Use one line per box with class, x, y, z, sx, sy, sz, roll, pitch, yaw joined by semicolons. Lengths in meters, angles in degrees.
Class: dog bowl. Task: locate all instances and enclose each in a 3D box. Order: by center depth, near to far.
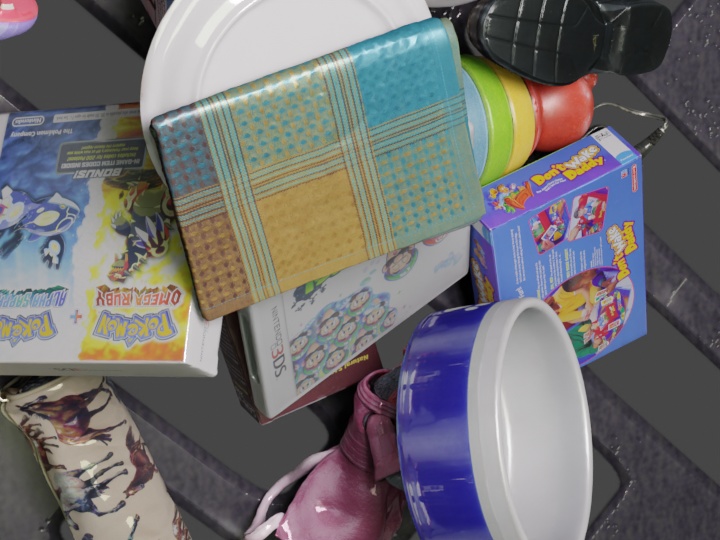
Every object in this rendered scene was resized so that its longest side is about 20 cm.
dog bowl;0.102;0.122;1.134;0.079;0.200;0.200;-8;110;26

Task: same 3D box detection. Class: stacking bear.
stacking bear;0.089;-0.118;1.184;0.200;0.114;0.121;-14;141;-28

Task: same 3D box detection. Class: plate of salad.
plate of salad;-0.044;-0.115;0.966;0.200;0.048;0.200;-12;118;-23

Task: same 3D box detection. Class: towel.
towel;-0.022;-0.063;0.962;0.200;0.022;0.147;-21;121;-16

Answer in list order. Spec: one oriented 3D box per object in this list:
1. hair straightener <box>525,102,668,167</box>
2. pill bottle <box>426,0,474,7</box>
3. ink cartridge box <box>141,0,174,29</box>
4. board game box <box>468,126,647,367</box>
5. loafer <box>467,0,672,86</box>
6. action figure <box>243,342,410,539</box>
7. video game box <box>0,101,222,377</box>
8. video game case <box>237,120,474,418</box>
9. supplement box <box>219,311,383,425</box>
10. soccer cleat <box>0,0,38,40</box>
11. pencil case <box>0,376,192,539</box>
hair straightener;0.166;-0.076;1.256;0.200;0.041;0.077;-35;111;-9
pill bottle;0.049;-0.297;1.095;0.112;0.112;0.200;3;71;-21
ink cartridge box;-0.072;-0.234;1.033;0.145;0.200;0.147;-8;123;-17
board game box;0.156;-0.001;1.222;0.134;0.045;0.200;-25;136;-14
loafer;0.145;-0.178;1.158;0.200;0.072;0.073;-1;108;-43
action figure;0.009;0.129;1.200;0.149;0.134;0.200;16;122;2
video game box;-0.179;-0.021;1.041;0.047;0.200;0.182;29;63;-60
video game case;0.000;0.000;1.099;0.200;0.024;0.182;-36;151;-20
supplement box;-0.066;0.003;1.179;0.109;0.061;0.200;-22;108;-16
soccer cleat;-0.322;-0.166;1.056;0.200;0.067;0.076;-5;135;-25
pencil case;-0.198;0.153;1.155;0.089;0.078;0.200;-32;112;-26
